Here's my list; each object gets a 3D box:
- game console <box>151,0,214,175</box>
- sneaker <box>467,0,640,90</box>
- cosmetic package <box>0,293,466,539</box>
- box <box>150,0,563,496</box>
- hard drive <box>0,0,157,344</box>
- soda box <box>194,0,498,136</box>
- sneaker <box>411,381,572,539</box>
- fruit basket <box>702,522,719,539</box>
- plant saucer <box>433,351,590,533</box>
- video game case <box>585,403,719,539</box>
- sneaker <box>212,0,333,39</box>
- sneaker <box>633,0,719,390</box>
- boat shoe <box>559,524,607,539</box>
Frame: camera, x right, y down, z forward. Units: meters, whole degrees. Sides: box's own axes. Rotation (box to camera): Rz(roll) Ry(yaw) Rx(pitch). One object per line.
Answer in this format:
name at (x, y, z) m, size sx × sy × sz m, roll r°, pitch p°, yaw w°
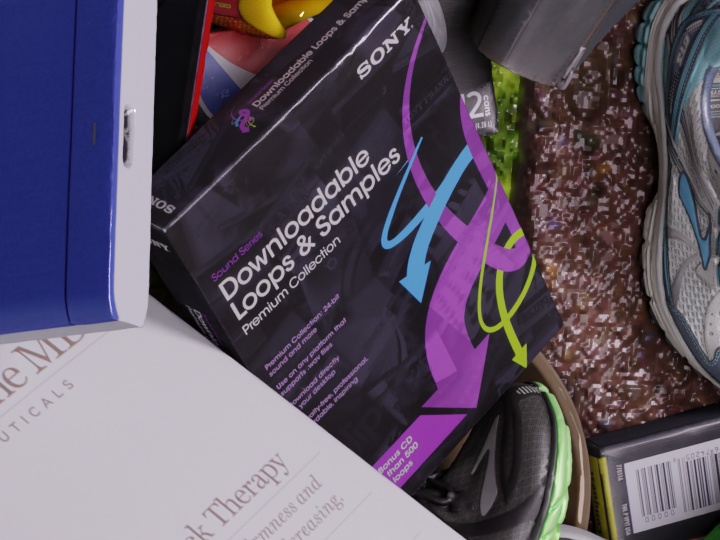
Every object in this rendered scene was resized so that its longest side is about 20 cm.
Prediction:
game console at (-0.146, -0.120, 0.820) m, size 0.199 × 0.031 × 0.178 m, roll 21°, pitch 118°, yaw 14°
sneaker at (0.105, -0.142, 0.919) m, size 0.075 × 0.200 × 0.107 m, roll 35°, pitch 113°, yaw 18°
cosmetic package at (-0.093, 0.142, 0.815) m, size 0.200 × 0.167 × 0.167 m, roll 37°, pitch 44°, yaw 12°
box at (0.000, 0.000, 0.873) m, size 0.143 × 0.036 × 0.201 m, roll -46°, pitch 132°, yaw -20°
hard drive at (-0.165, -0.035, 0.801) m, size 0.025 × 0.199 × 0.133 m, roll 22°, pitch 65°, yaw -57°
soda box at (-0.046, -0.075, 0.915) m, size 0.199 × 0.071 × 0.064 m, roll -11°, pitch 101°, yaw -14°
sneaker at (0.019, 0.127, 0.936) m, size 0.084 × 0.077 × 0.200 m, roll 40°, pitch 85°, yaw -22°
fruit basket at (0.282, 0.154, 0.995) m, size 0.214 × 0.156 × 0.217 m, roll -1°, pitch 101°, yaw -3°
plant saucer at (0.009, 0.106, 0.984) m, size 0.198 × 0.029 × 0.202 m, roll -3°, pitch 99°, yaw -16°
video game case at (0.214, 0.147, 1.055) m, size 0.199 × 0.025 × 0.182 m, roll -13°, pitch 102°, yaw -15°
sneaker at (0.010, -0.152, 0.897) m, size 0.200 × 0.077 × 0.073 m, roll -41°, pitch 141°, yaw -28°
sneaker at (0.172, -0.031, 0.980) m, size 0.077 × 0.086 × 0.201 m, roll -16°, pitch 103°, yaw -13°
boat shoe at (0.140, 0.188, 0.990) m, size 0.200 × 0.064 × 0.071 m, roll 39°, pitch 86°, yaw -19°
